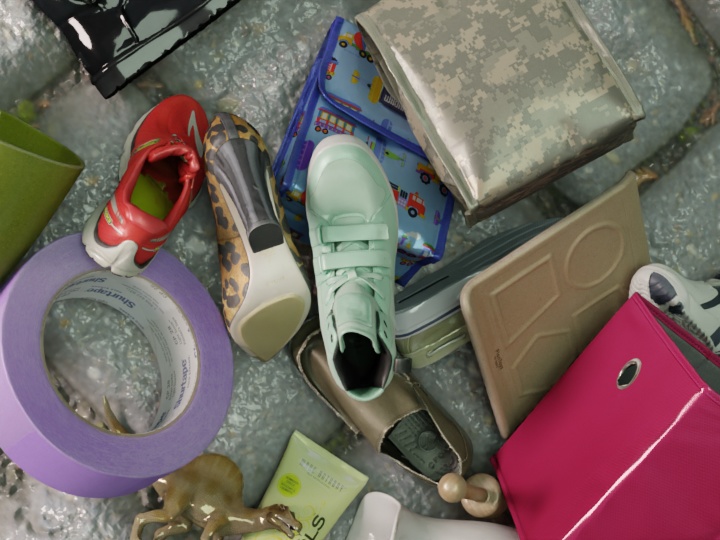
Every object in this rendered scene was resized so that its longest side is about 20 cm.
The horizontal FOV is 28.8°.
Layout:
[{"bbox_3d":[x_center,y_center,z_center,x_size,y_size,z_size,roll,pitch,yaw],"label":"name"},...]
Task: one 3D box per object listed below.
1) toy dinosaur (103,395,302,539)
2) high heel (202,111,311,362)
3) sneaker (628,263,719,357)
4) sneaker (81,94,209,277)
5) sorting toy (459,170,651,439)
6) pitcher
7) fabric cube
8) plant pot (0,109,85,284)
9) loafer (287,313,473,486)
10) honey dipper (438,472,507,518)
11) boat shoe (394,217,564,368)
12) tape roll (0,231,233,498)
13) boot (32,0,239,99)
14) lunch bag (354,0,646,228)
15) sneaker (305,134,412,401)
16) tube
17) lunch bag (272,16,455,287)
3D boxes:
[{"bbox_3d":[-0.147,0.193,1.165,0.199,0.058,0.102,28,71,8],"label":"toy dinosaur"},{"bbox_3d":[-0.091,-0.027,1.150,0.071,0.201,0.143,-12,53,-12],"label":"high heel"},{"bbox_3d":[0.326,0.019,1.265,0.199,0.079,0.130,37,69,-25],"label":"sneaker"},{"bbox_3d":[-0.153,-0.078,1.124,0.077,0.085,0.201,33,42,-18],"label":"sneaker"},{"bbox_3d":[0.175,0.029,1.219,0.199,0.036,0.186,-36,134,-16],"label":"sorting toy"},{"bbox_3d":[0.092,0.264,1.154,0.199,0.172,0.122,27,85,-10],"label":"pitcher"},{"bbox_3d":[0.253,0.176,1.149,0.199,0.196,0.200,36,104,-17],"label":"fabric cube"},{"bbox_3d":[-0.339,-0.032,1.073,0.186,0.187,0.201,26,95,-11],"label":"plant pot"},{"bbox_3d":[0.023,0.112,1.191,0.200,0.070,0.075,40,94,-9],"label":"loafer"},{"bbox_3d":[0.091,0.180,1.149,0.038,0.200,0.038,-3,77,13],"label":"honey dipper"},{"bbox_3d":[0.112,0.017,1.237,0.199,0.072,0.062,-26,112,-8],"label":"boat shoe"},{"bbox_3d":[-0.200,0.073,1.103,0.199,0.065,0.202,16,60,-31],"label":"tape roll"},{"bbox_3d":[-0.188,-0.265,1.165,0.200,0.076,0.169,-37,99,-7],"label":"boot"},{"bbox_3d":[0.108,-0.162,1.138,0.163,0.118,0.201,-29,83,1],"label":"lunch bag"},{"bbox_3d":[0.000,0.000,1.086,0.073,0.118,0.202,-7,106,-2],"label":"sneaker"},{"bbox_3d":[-0.076,0.239,1.179,0.201,0.052,0.058,-57,134,-15],"label":"tube"},{"bbox_3d":[0.015,-0.113,1.214,0.149,0.094,0.202,24,67,-14],"label":"lunch bag"}]
